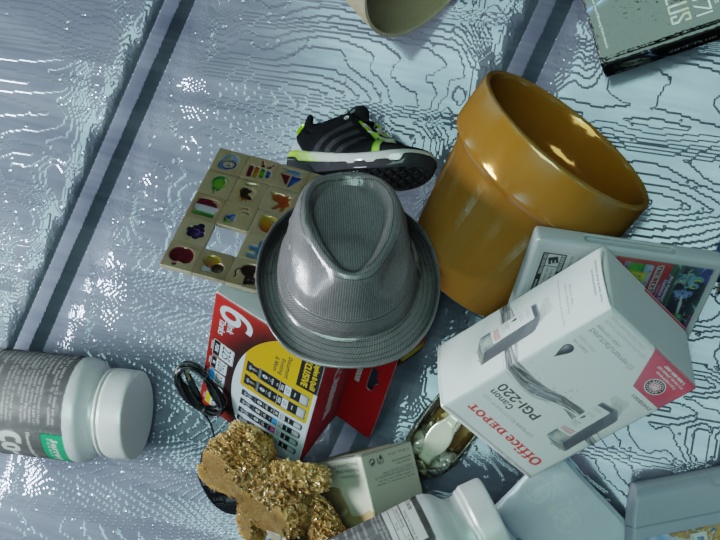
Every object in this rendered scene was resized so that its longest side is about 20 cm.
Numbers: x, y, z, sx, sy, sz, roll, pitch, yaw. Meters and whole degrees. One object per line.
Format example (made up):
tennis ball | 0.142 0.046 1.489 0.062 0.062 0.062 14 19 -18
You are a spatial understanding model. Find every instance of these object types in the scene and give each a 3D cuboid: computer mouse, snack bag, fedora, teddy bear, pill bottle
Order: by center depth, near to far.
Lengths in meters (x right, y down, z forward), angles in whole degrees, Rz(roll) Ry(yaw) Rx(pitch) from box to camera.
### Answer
fedora | -0.010 -0.017 1.321 0.175 0.091 0.202 5 49 1
pill bottle | 0.043 0.281 1.341 0.198 0.116 0.117 -25 84 -4
snack bag | 0.188 0.303 1.423 0.200 0.021 0.189 -45 104 0
teddy bear | -0.073 0.237 1.445 0.199 0.067 0.146 31 135 24
computer mouse | -0.151 0.175 1.499 0.058 0.034 0.202 -5 121 16
pill bottle | -0.332 0.146 1.539 0.198 0.113 0.115 4 91 13

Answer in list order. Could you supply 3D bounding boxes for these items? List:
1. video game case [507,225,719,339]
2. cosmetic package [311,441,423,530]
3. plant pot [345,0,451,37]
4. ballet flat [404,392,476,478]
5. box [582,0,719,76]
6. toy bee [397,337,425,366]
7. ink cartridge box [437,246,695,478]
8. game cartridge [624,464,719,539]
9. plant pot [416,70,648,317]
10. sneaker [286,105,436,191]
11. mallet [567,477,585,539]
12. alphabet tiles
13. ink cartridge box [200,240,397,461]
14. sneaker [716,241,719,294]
video game case | 0.229 0.047 1.371 0.180 0.023 0.201 8 133 -7
cosmetic package | 0.020 0.284 1.458 0.105 0.071 0.202 -20 83 52
plant pot | 0.004 -0.372 1.447 0.200 0.187 0.188 42 98 24
ballet flat | 0.113 0.134 1.462 0.072 0.072 0.201 38 97 10
box | 0.290 -0.316 1.415 0.162 0.086 0.202 -16 86 11
toy bee | 0.000 0.000 1.458 0.199 0.109 0.131 34 53 -4
ink cartridge box | 0.190 0.091 1.339 0.199 0.085 0.145 -32 124 29
game cartridge | 0.332 0.301 1.411 0.132 0.042 0.202 -10 88 -9
plant pot | 0.149 -0.061 1.404 0.200 0.200 0.184 42 114 10
sneaker | -0.003 -0.132 1.457 0.199 0.071 0.084 5 77 43
mallet | 0.139 0.240 1.432 0.198 0.041 0.067 1 92 -14
alphabet tiles | -0.074 -0.039 1.401 0.198 0.008 0.168 16 50 8
ink cartridge box | -0.063 0.098 1.434 0.175 0.201 0.084 31 53 12
sneaker | 0.448 -0.006 1.389 0.198 0.066 0.079 6 87 13
